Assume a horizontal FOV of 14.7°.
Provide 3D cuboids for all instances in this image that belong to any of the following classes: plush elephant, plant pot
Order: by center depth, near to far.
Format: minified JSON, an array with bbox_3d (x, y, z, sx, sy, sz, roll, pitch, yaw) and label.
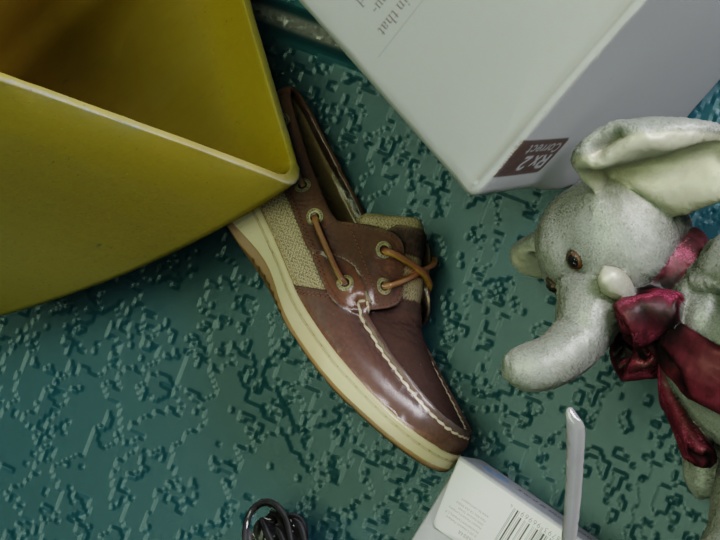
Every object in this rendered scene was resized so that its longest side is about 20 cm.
[{"bbox_3d":[0.133,0.019,1.208,0.154,0.165,0.201,20,62,6],"label":"plush elephant"},{"bbox_3d":[-0.177,-0.093,1.299,0.176,0.199,0.201,-40,50,30],"label":"plant pot"}]

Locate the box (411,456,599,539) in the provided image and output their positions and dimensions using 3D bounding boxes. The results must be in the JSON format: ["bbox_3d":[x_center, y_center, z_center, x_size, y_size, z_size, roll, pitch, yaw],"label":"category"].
[{"bbox_3d":[0.060,0.211,1.272,0.156,0.041,0.201,33,95,20],"label":"box"}]

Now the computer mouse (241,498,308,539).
[{"bbox_3d":[-0.094,0.207,1.311,0.199,0.046,0.141,-27,54,15],"label":"computer mouse"}]

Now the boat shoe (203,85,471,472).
[{"bbox_3d":[0.000,0.000,1.304,0.072,0.072,0.200,-39,66,13],"label":"boat shoe"}]

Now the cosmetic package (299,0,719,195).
[{"bbox_3d":[0.073,-0.162,1.225,0.200,0.165,0.165,49,118,18],"label":"cosmetic package"}]

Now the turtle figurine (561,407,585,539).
[{"bbox_3d":[0.045,0.201,1.160,0.200,0.144,0.194,-33,96,27],"label":"turtle figurine"}]
